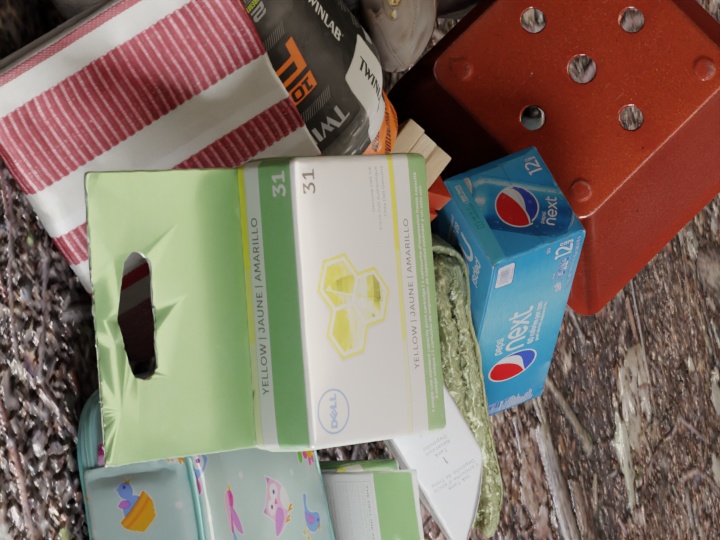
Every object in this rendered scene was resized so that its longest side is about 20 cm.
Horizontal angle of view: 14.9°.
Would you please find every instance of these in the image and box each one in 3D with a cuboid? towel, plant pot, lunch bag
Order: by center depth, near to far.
[{"bbox_3d":[-0.100,-0.058,1.414,0.023,0.144,0.200,52,-8,51],"label":"towel"},{"bbox_3d":[-0.072,0.146,1.448,0.160,0.077,0.201,-16,97,-64],"label":"lunch bag"},{"bbox_3d":[0.038,0.053,1.686,0.148,0.036,0.200,-141,-146,-60],"label":"towel"},{"bbox_3d":[0.141,-0.114,1.731,0.200,0.200,0.176,46,1,8],"label":"plant pot"}]

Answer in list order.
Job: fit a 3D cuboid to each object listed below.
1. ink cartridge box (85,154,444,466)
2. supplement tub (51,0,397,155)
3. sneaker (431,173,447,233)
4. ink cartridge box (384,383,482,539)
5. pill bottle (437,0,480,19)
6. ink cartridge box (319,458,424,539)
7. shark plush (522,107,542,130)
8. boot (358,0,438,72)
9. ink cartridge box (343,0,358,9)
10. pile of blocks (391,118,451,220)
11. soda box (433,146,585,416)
[{"bbox_3d":[-0.043,0.017,1.366,0.200,0.048,0.146,-4,90,-49],"label":"ink cartridge box"},{"bbox_3d":[-0.069,-0.123,1.481,0.200,0.122,0.123,49,37,-39],"label":"supplement tub"},{"bbox_3d":[0.028,-0.056,1.761,0.075,0.084,0.200,-60,135,-57],"label":"sneaker"},{"bbox_3d":[0.035,0.092,1.607,0.200,0.050,0.161,57,-2,-35],"label":"ink cartridge box"},{"bbox_3d":[0.074,-0.229,1.897,0.200,0.114,0.115,-8,89,-67],"label":"pill bottle"},{"bbox_3d":[0.010,0.177,1.514,0.048,0.200,0.146,-7,89,-29],"label":"ink cartridge box"},{"bbox_3d":[0.074,-0.056,1.947,0.200,0.091,0.083,81,31,-64],"label":"shark plush"},{"bbox_3d":[0.020,-0.208,1.596,0.200,0.064,0.187,-42,127,-83],"label":"boot"},{"bbox_3d":[-0.032,-0.223,1.661,0.196,0.043,0.201,-41,124,-76],"label":"ink cartridge box"},{"bbox_3d":[0.000,0.000,1.530,0.062,0.082,0.200,42,43,-11],"label":"pile of blocks"},{"bbox_3d":[0.081,0.014,1.679,0.068,0.064,0.200,61,-19,26],"label":"soda box"}]
